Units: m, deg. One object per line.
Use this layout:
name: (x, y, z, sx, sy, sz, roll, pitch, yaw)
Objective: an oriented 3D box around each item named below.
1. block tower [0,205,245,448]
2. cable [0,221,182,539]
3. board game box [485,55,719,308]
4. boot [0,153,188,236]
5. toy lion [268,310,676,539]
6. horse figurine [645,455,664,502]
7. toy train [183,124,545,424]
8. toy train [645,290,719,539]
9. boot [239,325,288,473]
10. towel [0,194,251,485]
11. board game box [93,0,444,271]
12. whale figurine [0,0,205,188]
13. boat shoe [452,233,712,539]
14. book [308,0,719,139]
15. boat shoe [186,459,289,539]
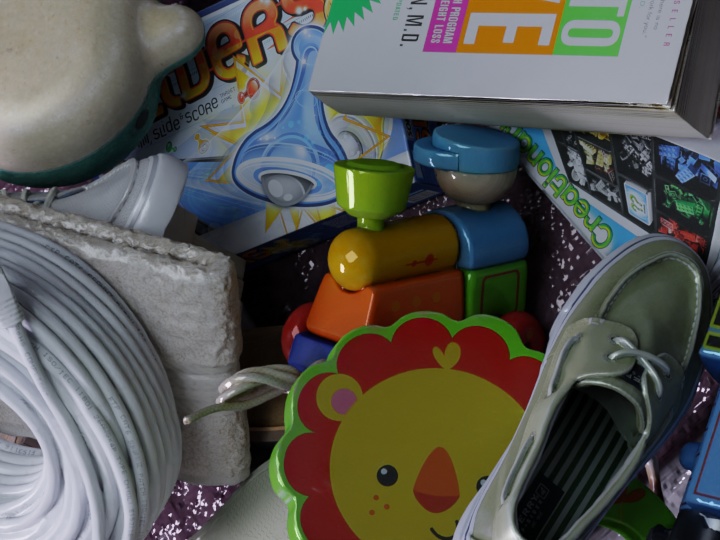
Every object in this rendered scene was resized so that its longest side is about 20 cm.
block tower: (-0.129, 0.059, 1.491, 0.200, 0.058, 0.054, -53, 18, 31)
cable: (-0.184, 0.069, 1.393, 0.200, 0.069, 0.200, -21, 112, 38)
board game box: (0.133, -0.081, 1.364, 0.126, 0.035, 0.200, -50, 59, 19)
boot: (-0.168, -0.013, 1.453, 0.200, 0.096, 0.074, -44, 24, 47)
toy lion: (0.055, 0.118, 1.278, 0.200, 0.069, 0.192, 13, 77, -6)
horse figurine: (0.088, 0.160, 1.350, 0.200, 0.050, 0.133, -23, 86, 22)
toy train: (0.000, 0.000, 1.333, 0.085, 0.200, 0.116, 17, 110, 43)
toy train: (0.196, 0.077, 1.250, 0.114, 0.087, 0.200, 12, 76, 31)
boot: (-0.015, 0.059, 1.435, 0.200, 0.074, 0.076, -7, 70, 37)
towel: (-0.147, 0.028, 1.410, 0.200, 0.034, 0.133, 14, 129, 22)
board game box: (-0.054, -0.074, 1.497, 0.200, 0.034, 0.135, -22, 72, 32)
whale figurine: (-0.147, -0.134, 1.504, 0.159, 0.104, 0.200, 16, 70, 20)
boat shoe: (0.108, 0.061, 1.248, 0.200, 0.072, 0.062, -60, 8, -30)
book: (0.081, -0.136, 1.360, 0.200, 0.048, 0.134, 5, 75, 34)
boat shoe: (-0.037, 0.144, 1.418, 0.200, 0.068, 0.072, -42, 41, 38)
